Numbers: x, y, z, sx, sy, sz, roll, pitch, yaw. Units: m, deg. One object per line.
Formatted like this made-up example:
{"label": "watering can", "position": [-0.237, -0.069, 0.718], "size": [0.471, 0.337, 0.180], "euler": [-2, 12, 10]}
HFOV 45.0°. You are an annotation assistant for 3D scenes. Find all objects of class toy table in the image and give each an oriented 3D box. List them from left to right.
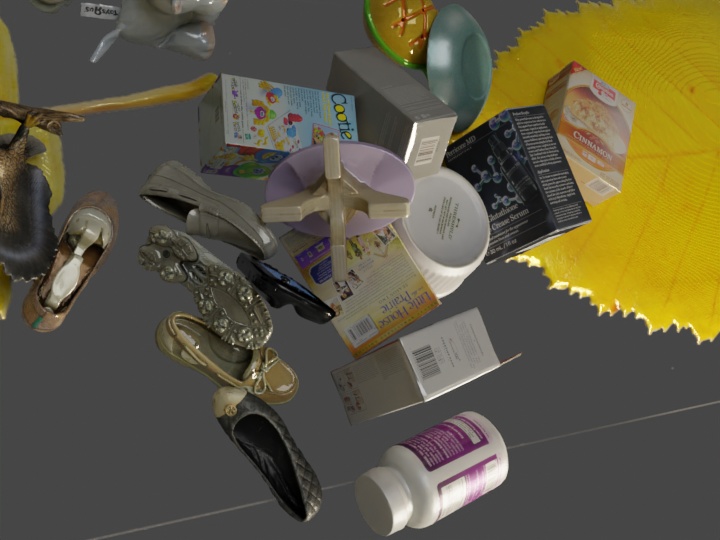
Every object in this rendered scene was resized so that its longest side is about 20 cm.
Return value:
{"label": "toy table", "position": [-0.028, -0.092, 1.112], "size": [0.198, 0.117, 0.185], "euler": [-14, 111, 5]}

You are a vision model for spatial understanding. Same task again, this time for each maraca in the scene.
{"label": "maraca", "position": [0.084, -0.377, 1.384], "size": [0.199, 0.107, 0.138], "euler": [35, 61, -25]}

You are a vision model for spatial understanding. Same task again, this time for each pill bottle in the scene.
{"label": "pill bottle", "position": [0.093, 0.274, 1.163], "size": [0.199, 0.112, 0.113], "euler": [-18, 83, -33]}

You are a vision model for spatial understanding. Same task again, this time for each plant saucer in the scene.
{"label": "plant saucer", "position": [0.171, -0.326, 1.397], "size": [0.200, 0.038, 0.203], "euler": [-8, 100, -56]}

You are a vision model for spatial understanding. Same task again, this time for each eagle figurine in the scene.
{"label": "eagle figurine", "position": [-0.420, -0.097, 0.988], "size": [0.150, 0.151, 0.202], "euler": [18, 84, -53]}

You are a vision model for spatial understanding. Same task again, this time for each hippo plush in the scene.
{"label": "hippo plush", "position": [-0.258, -0.382, 1.154], "size": [0.198, 0.161, 0.161], "euler": [-7, 77, -31]}

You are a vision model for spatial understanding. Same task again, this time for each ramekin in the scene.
{"label": "ramekin", "position": [0.102, -0.064, 1.293], "size": [0.201, 0.094, 0.204], "euler": [10, 68, -26]}

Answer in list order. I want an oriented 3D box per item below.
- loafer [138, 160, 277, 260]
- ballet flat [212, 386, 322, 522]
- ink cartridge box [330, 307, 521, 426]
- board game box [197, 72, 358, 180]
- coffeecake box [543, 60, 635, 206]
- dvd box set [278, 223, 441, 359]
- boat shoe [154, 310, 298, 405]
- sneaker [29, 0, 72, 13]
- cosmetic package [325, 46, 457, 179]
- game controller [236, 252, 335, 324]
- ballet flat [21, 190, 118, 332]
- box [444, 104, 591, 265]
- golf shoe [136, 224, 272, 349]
{"label": "loafer", "position": [-0.194, -0.066, 1.111], "size": [0.199, 0.070, 0.070], "euler": [31, 60, 18]}
{"label": "ballet flat", "position": [-0.114, 0.225, 1.084], "size": [0.066, 0.057, 0.200], "euler": [-38, 96, 8]}
{"label": "ink cartridge box", "position": [0.085, 0.124, 1.155], "size": [0.174, 0.200, 0.085], "euler": [-18, 82, -33]}
{"label": "board game box", "position": [-0.114, -0.190, 1.206], "size": [0.198, 0.103, 0.106], "euler": [4, 71, -28]}
{"label": "coffeecake box", "position": [0.395, -0.242, 1.534], "size": [0.153, 0.073, 0.201], "euler": [28, 61, -18]}
{"label": "dvd box set", "position": [0.000, 0.000, 1.206], "size": [0.146, 0.029, 0.201], "euler": [-33, 91, 3]}
{"label": "boat shoe", "position": [-0.161, 0.111, 1.100], "size": [0.200, 0.063, 0.074], "euler": [32, 61, -17]}
{"label": "sneaker", "position": [-0.368, -0.436, 1.156], "size": [0.074, 0.088, 0.201], "euler": [29, 60, -17]}
{"label": "cosmetic package", "position": [0.036, -0.228, 1.255], "size": [0.090, 0.107, 0.200], "euler": [-16, 50, -32]}
{"label": "game controller", "position": [-0.097, 0.020, 1.100], "size": [0.104, 0.200, 0.042], "euler": [20, 95, -21]}
{"label": "ballet flat", "position": [-0.337, -0.018, 1.041], "size": [0.068, 0.067, 0.202], "euler": [27, 62, -20]}
{"label": "box", "position": [0.241, -0.134, 1.355], "size": [0.107, 0.148, 0.202], "euler": [-14, 80, -44]}
{"label": "golf shoe", "position": [-0.181, 0.015, 1.092], "size": [0.200, 0.097, 0.078], "euler": [43, 99, 3]}
